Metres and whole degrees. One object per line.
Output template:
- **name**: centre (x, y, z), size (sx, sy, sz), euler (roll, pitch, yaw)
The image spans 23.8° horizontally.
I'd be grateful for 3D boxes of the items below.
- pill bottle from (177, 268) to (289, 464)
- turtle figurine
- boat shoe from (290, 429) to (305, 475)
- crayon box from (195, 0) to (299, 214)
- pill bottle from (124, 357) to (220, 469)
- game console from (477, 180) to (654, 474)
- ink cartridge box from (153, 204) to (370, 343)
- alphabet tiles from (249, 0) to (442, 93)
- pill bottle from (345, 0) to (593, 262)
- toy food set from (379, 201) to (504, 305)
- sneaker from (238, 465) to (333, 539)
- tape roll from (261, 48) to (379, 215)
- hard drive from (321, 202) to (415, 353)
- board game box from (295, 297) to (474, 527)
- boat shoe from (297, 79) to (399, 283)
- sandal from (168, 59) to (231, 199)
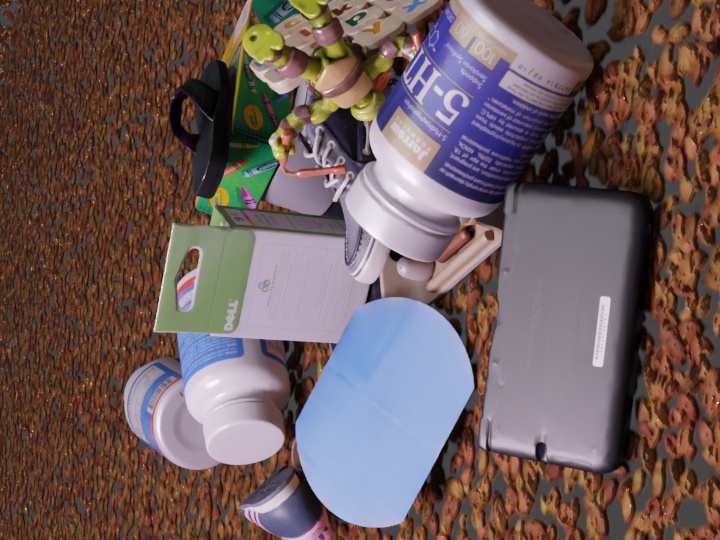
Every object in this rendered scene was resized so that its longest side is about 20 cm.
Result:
- **pill bottle**: centre (-0.135, 0.099, 1.818), size (0.112, 0.112, 0.201), euler (120, 148, -45)
- **turtle figurine**: centre (-0.014, -0.171, 1.403), size (0.199, 0.161, 0.065), euler (-32, 50, 13)
- **boat shoe**: centre (-0.030, 0.154, 1.627), size (0.200, 0.067, 0.072), euler (144, 128, -61)
- **crayon box**: centre (-0.109, -0.161, 1.679), size (0.119, 0.058, 0.201), euler (122, 159, -47)
- **pill bottle**: centre (-0.215, 0.163, 2.016), size (0.200, 0.112, 0.113), euler (-165, 81, -68)
- **game console**: centre (0.153, 0.038, 1.279), size (0.175, 0.116, 0.201), euler (7, 92, 37)
- **ink cartridge box**: centre (-0.090, 0.003, 1.525), size (0.059, 0.199, 0.104), euler (45, 126, 57)
- **alphabet tiles**: centre (-0.005, -0.225, 1.538), size (0.015, 0.200, 0.196), euler (59, 173, -26)
- **pill bottle**: centre (0.077, -0.111, 1.309), size (0.200, 0.119, 0.120), euler (-57, 32, 22)
- **toy food set**: centre (0.060, -0.066, 1.471), size (0.200, 0.060, 0.144), euler (137, 134, -57)
- **sneaker**: centre (-0.072, 0.246, 1.717), size (0.070, 0.082, 0.200), euler (-42, 1, -7)
- **tape roll**: centre (-0.045, -0.157, 1.684), size (0.200, 0.066, 0.201), euler (-164, 90, -77)
- **hard drive**: centre (0.000, 0.000, 1.624), size (0.135, 0.042, 0.201), euler (121, 146, -46)
- **board game box**: centre (0.028, 0.125, 1.497), size (0.158, 0.039, 0.201), euler (35, 101, 41)
- **boat shoe**: centre (-0.015, -0.087, 1.495), size (0.075, 0.092, 0.201), euler (130, 151, -54)
- **sandal**: centre (-0.153, -0.144, 1.609), size (0.201, 0.048, 0.076), euler (-100, 29, -56)
